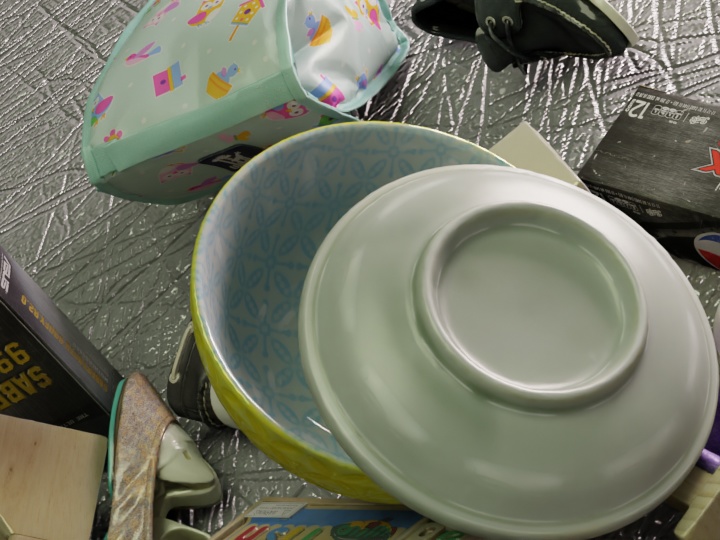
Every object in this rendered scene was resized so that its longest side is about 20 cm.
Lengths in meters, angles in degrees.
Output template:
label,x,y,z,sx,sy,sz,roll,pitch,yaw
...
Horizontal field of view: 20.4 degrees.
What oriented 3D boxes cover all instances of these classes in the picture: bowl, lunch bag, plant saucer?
label,x,y,z,sx,sy,sz,roll,pitch,yaw
bowl,0.010,0.038,0.980,0.200,0.108,0.200,6,56,-9
lunch bag,-0.078,-0.124,1.292,0.170,0.122,0.200,-19,22,24
plant saucer,0.073,0.024,0.909,0.200,0.050,0.200,6,56,-9

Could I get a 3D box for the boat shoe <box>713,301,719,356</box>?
label,x,y,z,sx,sy,sz,roll,pitch,yaw
boat shoe,0.230,0.040,0.940,0.200,0.071,0.070,-120,38,-62

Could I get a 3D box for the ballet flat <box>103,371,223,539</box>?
label,x,y,z,sx,sy,sz,roll,pitch,yaw
ballet flat,-0.115,0.147,1.167,0.067,0.068,0.200,-5,55,11

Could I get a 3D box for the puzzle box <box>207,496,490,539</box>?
label,x,y,z,sx,sy,sz,roll,pitch,yaw
puzzle box,-0.031,0.153,0.949,0.133,0.025,0.200,-35,17,-35

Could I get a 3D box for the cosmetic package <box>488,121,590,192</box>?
label,x,y,z,sx,sy,sz,roll,pitch,yaw
cosmetic package,0.051,0.025,1.103,0.200,0.105,0.071,-40,40,4

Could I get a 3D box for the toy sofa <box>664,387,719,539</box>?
label,x,y,z,sx,sy,sz,roll,pitch,yaw
toy sofa,0.141,0.075,1.002,0.098,0.083,0.200,-50,41,-8

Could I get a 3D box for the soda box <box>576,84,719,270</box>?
label,x,y,z,sx,sy,sz,roll,pitch,yaw
soda box,0.215,-0.036,1.057,0.200,0.063,0.071,21,70,47

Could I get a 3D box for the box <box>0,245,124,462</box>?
label,x,y,z,sx,sy,sz,roll,pitch,yaw
box,-0.262,0.087,1.249,0.200,0.158,0.048,-26,35,17

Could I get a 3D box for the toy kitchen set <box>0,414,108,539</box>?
label,x,y,z,sx,sy,sz,roll,pitch,yaw
toy kitchen set,-0.252,0.140,1.120,0.200,0.163,0.181,13,52,-8

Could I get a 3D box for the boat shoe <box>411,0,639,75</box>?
label,x,y,z,sx,sy,sz,roll,pitch,yaw
boat shoe,0.094,-0.155,1.251,0.066,0.075,0.199,-50,40,-6

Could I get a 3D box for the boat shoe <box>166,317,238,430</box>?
label,x,y,z,sx,sy,sz,roll,pitch,yaw
boat shoe,-0.059,0.006,1.233,0.060,0.074,0.200,4,64,37
